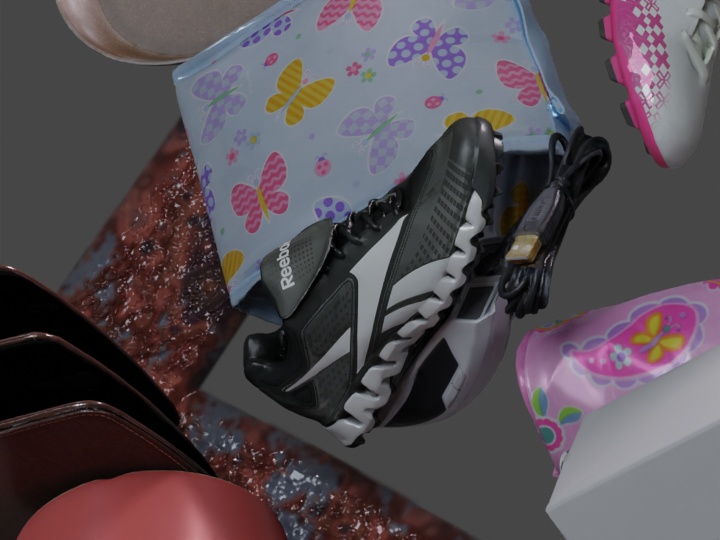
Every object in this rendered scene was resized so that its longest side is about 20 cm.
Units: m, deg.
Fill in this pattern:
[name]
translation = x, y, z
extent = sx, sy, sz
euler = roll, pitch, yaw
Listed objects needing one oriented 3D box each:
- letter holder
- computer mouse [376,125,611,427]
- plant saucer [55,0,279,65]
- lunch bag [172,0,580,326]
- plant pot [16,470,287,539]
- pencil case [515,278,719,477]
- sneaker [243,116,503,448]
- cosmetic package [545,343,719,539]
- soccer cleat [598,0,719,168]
[letter holder]
translation = -0.142, 0.082, 1.331
extent = 0.142, 0.200, 0.101
euler = -13, 58, 19
[computer mouse]
translation = 0.065, 0.021, 1.310
extent = 0.044, 0.200, 0.110
euler = 28, 49, -7
[plant saucer]
translation = -0.095, -0.205, 1.572
extent = 0.200, 0.032, 0.201
euler = -12, 59, 21
[lunch bag]
translation = 0.019, -0.072, 1.385
extent = 0.200, 0.127, 0.170
euler = -33, 53, 20
[plant pot]
translation = -0.098, 0.209, 1.259
extent = 0.200, 0.201, 0.178
euler = -21, 46, 15
[pencil case]
translation = 0.177, 0.047, 1.268
extent = 0.200, 0.087, 0.088
euler = -15, 58, 19
[sneaker]
translation = 0.000, 0.000, 1.281
extent = 0.067, 0.090, 0.200
euler = -89, 24, -54
[cosmetic package]
translation = 0.193, 0.075, 1.168
extent = 0.200, 0.085, 0.108
euler = -31, 12, 27
[soccer cleat]
translation = 0.174, -0.150, 1.384
extent = 0.086, 0.070, 0.200
euler = -16, 57, 18
